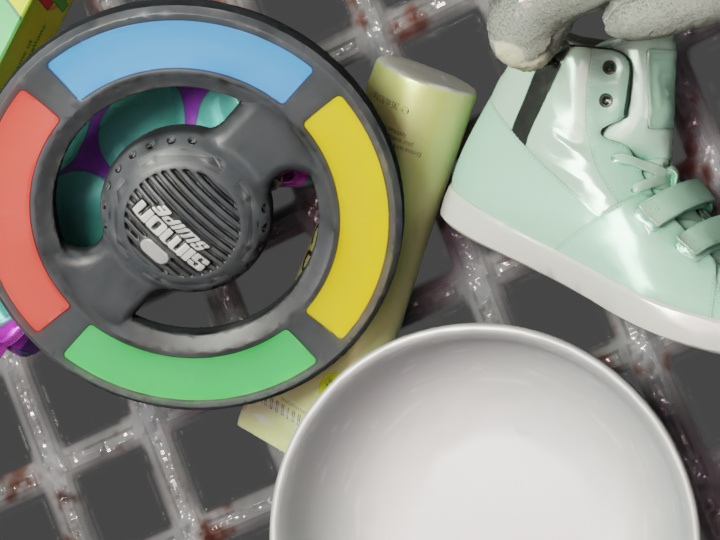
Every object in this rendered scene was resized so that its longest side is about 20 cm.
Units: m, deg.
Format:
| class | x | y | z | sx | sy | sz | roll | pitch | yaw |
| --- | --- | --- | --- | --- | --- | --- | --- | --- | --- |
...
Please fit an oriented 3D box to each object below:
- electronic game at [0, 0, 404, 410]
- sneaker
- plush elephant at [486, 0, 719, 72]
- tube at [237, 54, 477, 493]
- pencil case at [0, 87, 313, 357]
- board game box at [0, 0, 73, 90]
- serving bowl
| class | x | y | z | sx | sy | sz | roll | pitch | yaw |
| --- | --- | --- | --- | --- | --- | --- | --- | --- | --- |
| electronic game | -0.079 | -0.027 | 1.175 | 0.199 | 0.042 | 0.201 | 1 | 115 | 3 |
| sneaker | 0.138 | -0.040 | 1.151 | 0.200 | 0.074 | 0.119 | 25 | 108 | 21 |
| plush elephant | 0.185 | -0.131 | 1.075 | 0.155 | 0.165 | 0.200 | 44 | 142 | -14 |
| tube | 0.000 | 0.000 | 1.224 | 0.052 | 0.058 | 0.201 | 16 | 105 | -14 |
| pencil case | -0.112 | -0.037 | 1.243 | 0.199 | 0.085 | 0.093 | -32 | 48 | 20 |
| board game box | -0.180 | -0.182 | 1.283 | 0.101 | 0.048 | 0.201 | 33 | 103 | 17 |
| serving bowl | 0.061 | 0.121 | 1.190 | 0.199 | 0.066 | 0.201 | 1 | 96 | 13 |
